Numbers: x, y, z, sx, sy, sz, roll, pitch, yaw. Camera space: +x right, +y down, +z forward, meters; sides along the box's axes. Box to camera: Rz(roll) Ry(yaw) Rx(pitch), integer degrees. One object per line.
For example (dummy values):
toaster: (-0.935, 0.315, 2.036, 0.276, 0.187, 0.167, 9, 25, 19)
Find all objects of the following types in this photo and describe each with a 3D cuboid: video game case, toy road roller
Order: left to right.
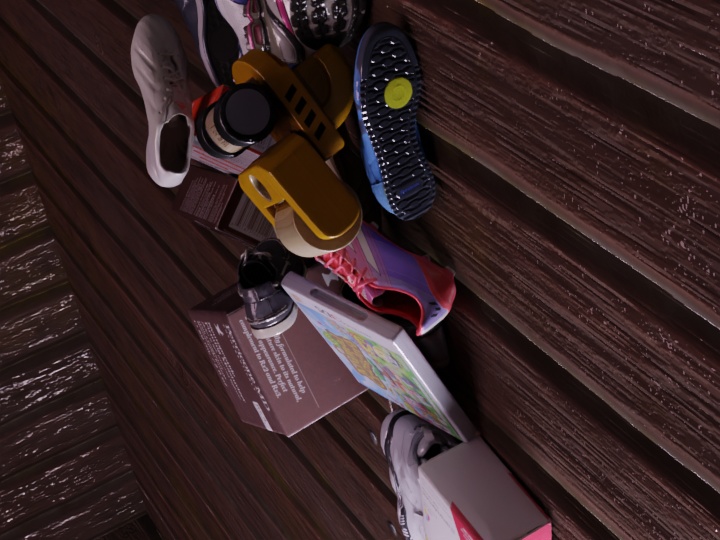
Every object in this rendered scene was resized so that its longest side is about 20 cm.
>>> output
toy road roller: (-0.053, -0.126, 1.403, 0.201, 0.146, 0.123, 52, 165, -8)
video game case: (0.020, 0.093, 1.557, 0.181, 0.022, 0.200, 26, 160, 43)

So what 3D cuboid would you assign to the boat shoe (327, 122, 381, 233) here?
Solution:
boat shoe: (-0.036, -0.103, 1.523, 0.064, 0.072, 0.201, -11, 116, 29)

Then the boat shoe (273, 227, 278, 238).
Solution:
boat shoe: (-0.074, -0.077, 1.702, 0.063, 0.073, 0.200, 64, 162, -4)

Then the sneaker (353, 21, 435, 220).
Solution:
sneaker: (0.020, -0.145, 1.378, 0.078, 0.065, 0.202, 46, 153, 52)

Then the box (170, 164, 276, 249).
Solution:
box: (-0.165, -0.078, 1.882, 0.099, 0.076, 0.200, 25, 180, -25)

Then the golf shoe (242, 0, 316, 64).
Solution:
golf shoe: (-0.075, -0.308, 1.458, 0.091, 0.072, 0.202, -6, 97, 24)

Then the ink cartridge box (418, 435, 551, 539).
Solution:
ink cartridge box: (0.137, 0.304, 1.576, 0.148, 0.085, 0.202, 46, 152, 44)

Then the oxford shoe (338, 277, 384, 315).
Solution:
oxford shoe: (0.000, 0.000, 1.592, 0.200, 0.073, 0.071, 24, 135, 63)

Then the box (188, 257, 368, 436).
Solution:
box: (-0.086, 0.084, 1.773, 0.167, 0.163, 0.200, 64, 162, -9)

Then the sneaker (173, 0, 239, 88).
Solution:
sneaker: (-0.191, -0.308, 1.716, 0.146, 0.076, 0.205, 7, 113, 59)

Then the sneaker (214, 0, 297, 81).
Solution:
sneaker: (-0.085, -0.239, 1.551, 0.115, 0.080, 0.201, 26, 134, 44)

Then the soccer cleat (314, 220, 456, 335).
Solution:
soccer cleat: (0.003, -0.004, 1.469, 0.199, 0.077, 0.067, 27, 143, 16)

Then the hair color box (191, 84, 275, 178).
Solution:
hair color box: (-0.150, -0.161, 1.740, 0.200, 0.110, 0.065, -5, 63, 69)

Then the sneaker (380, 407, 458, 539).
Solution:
sneaker: (0.086, 0.260, 1.672, 0.115, 0.074, 0.202, 7, 116, 72)

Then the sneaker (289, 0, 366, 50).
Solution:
sneaker: (-0.038, -0.304, 1.373, 0.089, 0.076, 0.201, -96, -1, -50)

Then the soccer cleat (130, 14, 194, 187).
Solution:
soccer cleat: (-0.222, -0.198, 1.679, 0.077, 0.069, 0.203, 176, 89, -65)

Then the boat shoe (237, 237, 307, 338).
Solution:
boat shoe: (-0.104, 0.001, 1.629, 0.201, 0.072, 0.063, -95, -17, -63)

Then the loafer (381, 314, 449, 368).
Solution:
loafer: (0.034, 0.069, 1.599, 0.200, 0.071, 0.063, 13, 131, 65)
